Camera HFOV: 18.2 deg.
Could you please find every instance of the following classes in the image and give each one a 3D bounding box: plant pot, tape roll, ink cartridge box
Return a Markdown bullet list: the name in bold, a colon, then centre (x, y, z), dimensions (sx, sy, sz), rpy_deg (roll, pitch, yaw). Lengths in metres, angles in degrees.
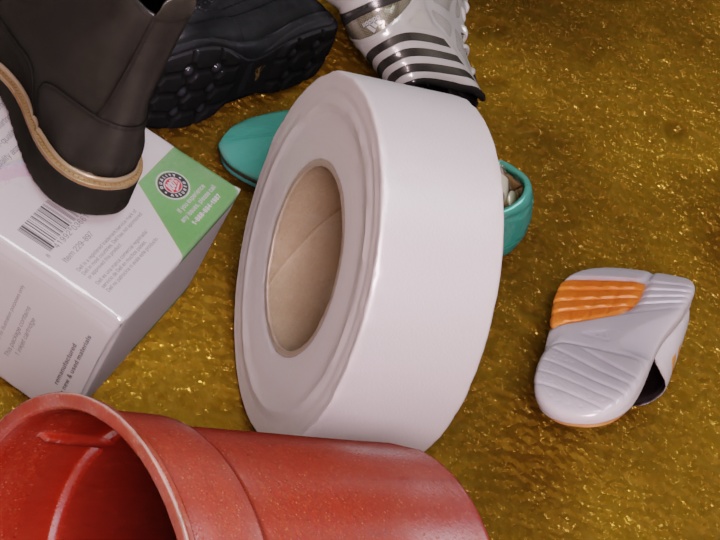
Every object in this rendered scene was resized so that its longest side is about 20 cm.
- **plant pot**: centre (-0.054, 0.155, 1.018), dimensions (0.195, 0.201, 0.201), rpy_deg (3, 47, -41)
- **tape roll**: centre (0.000, 0.000, 1.188), dimensions (0.071, 0.203, 0.203), rpy_deg (10, 44, -23)
- **ink cartridge box**: centre (-0.189, -0.037, 1.198), dimensions (0.200, 0.088, 0.145), rpy_deg (34, 39, 2)

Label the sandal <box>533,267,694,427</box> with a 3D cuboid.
- **sandal**: centre (0.142, 0.057, 1.322), dimensions (0.079, 0.059, 0.207), rpy_deg (8, 26, 18)

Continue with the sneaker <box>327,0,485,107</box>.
- **sneaker**: centre (0.043, -0.156, 1.490), dimensions (0.116, 0.075, 0.200), rpy_deg (65, 25, -7)

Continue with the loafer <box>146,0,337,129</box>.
- **loafer**: centre (-0.096, -0.136, 1.373), dimensions (0.070, 0.068, 0.200), rpy_deg (40, 35, 21)

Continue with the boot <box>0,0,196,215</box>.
- **boot**: centre (-0.148, -0.147, 1.163), dimensions (0.077, 0.139, 0.200), rpy_deg (-10, 51, -40)

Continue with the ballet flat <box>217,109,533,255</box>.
- **ballet flat**: centre (0.016, -0.067, 1.364), dimensions (0.199, 0.070, 0.067), rpy_deg (18, 42, -14)
